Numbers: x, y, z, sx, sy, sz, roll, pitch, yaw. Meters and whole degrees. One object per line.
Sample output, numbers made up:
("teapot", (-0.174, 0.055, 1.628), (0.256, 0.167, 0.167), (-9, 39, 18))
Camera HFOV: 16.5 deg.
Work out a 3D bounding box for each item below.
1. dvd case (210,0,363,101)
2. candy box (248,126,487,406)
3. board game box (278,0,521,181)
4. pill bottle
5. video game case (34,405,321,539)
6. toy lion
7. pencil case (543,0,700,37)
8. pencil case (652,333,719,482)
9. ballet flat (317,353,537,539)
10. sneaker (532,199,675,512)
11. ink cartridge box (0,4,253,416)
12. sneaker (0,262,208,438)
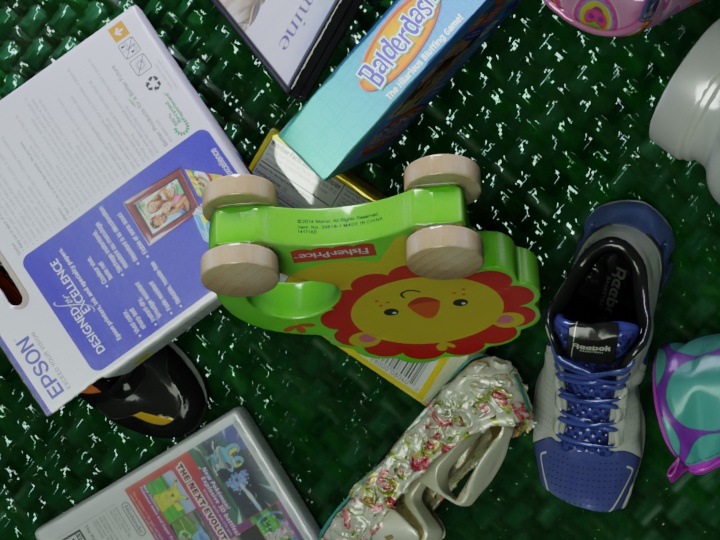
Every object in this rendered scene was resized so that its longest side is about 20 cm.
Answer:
("dvd case", (-0.042, -0.210, 1.555), (0.018, 0.200, 0.143), (20, 109, -34))
("candy box", (0.000, 0.000, 1.650), (0.200, 0.026, 0.102), (34, 104, 6))
("board game box", (0.046, -0.150, 1.546), (0.045, 0.152, 0.200), (43, 107, 4))
("pill bottle", (0.283, -0.066, 1.512), (0.200, 0.116, 0.117), (34, 107, 16))
("video game case", (-0.103, 0.222, 1.721), (0.182, 0.023, 0.200), (-31, 90, 18))
("toy lion", (0.011, 0.006, 1.544), (0.199, 0.192, 0.069), (-5, 62, 5))
("pencil case", (0.180, -0.198, 1.477), (0.087, 0.200, 0.088), (10, 111, 28))
("pencil case", (0.287, 0.076, 1.558), (0.199, 0.085, 0.093), (-9, 70, 17))
("ballet flat", (0.043, 0.140, 1.627), (0.200, 0.076, 0.064), (-52, 57, 24))
("sneaker", (0.145, 0.059, 1.576), (0.080, 0.115, 0.200), (12, 103, 13))
("ink cartridge box", (-0.174, -0.038, 1.639), (0.200, 0.047, 0.198), (-35, 80, 4))
("sneaker", (-0.197, 0.052, 1.678), (0.200, 0.090, 0.070), (39, 107, 5))
